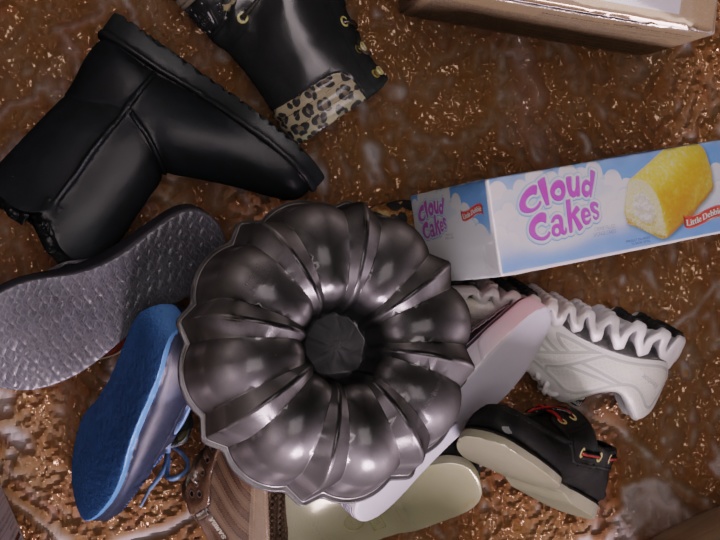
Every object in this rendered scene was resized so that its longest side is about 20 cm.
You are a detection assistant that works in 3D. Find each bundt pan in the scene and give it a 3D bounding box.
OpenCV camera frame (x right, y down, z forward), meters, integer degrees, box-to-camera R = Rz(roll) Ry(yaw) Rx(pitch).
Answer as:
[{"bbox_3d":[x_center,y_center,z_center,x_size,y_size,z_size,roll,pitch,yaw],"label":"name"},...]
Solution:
[{"bbox_3d":[-0.014,0.048,0.988,0.199,0.076,0.205,2,82,-16],"label":"bundt pan"}]

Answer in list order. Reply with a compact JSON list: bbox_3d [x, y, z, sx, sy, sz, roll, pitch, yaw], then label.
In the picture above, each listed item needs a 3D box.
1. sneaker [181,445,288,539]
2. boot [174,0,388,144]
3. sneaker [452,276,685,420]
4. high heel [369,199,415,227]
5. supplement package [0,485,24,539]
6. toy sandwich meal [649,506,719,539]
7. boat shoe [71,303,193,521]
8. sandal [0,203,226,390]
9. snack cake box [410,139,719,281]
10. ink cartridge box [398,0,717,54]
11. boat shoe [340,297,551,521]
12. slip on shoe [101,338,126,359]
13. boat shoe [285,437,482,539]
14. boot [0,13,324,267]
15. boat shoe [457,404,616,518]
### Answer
[{"bbox_3d":[-0.090,0.141,1.069,0.075,0.071,0.203,9,114,11],"label":"sneaker"},{"bbox_3d":[-0.019,-0.205,1.128,0.203,0.073,0.154,-37,100,-5],"label":"boot"},{"bbox_3d":[0.140,0.055,1.155,0.198,0.075,0.082,16,99,-7],"label":"sneaker"},{"bbox_3d":[0.000,0.000,1.096,0.198,0.143,0.072,-26,93,-5],"label":"high heel"},{"bbox_3d":[-0.285,0.234,1.083,0.116,0.117,0.202,-24,94,-6],"label":"supplement package"},{"bbox_3d":[0.278,0.202,1.113,0.203,0.205,0.071,-29,82,-5],"label":"toy sandwich meal"},{"bbox_3d":[-0.143,0.108,1.086,0.068,0.201,0.085,-2,52,-37],"label":"boat shoe"},{"bbox_3d":[-0.184,0.020,1.066,0.198,0.043,0.077,-25,111,-15],"label":"sandal"},{"bbox_3d":[0.149,-0.041,1.100,0.198,0.115,0.068,-11,93,-25],"label":"snack cake box"},{"bbox_3d":[0.136,-0.208,1.096,0.197,0.165,0.076,9,91,-7],"label":"ink cartridge box"},{"bbox_3d":[0.048,0.083,1.091,0.200,0.072,0.068,-45,60,-5],"label":"boat shoe"},{"bbox_3d":[-0.257,0.047,1.098,0.197,0.061,0.075,-1,123,-4],"label":"slip on shoe"},{"bbox_3d":[-0.009,0.162,1.145,0.199,0.063,0.074,-16,124,7],"label":"boat shoe"},{"bbox_3d":[-0.148,-0.061,1.110,0.199,0.076,0.169,35,85,-2],"label":"boot"},{"bbox_3d":[0.126,0.123,1.097,0.073,0.201,0.064,16,80,31],"label":"boat shoe"}]
